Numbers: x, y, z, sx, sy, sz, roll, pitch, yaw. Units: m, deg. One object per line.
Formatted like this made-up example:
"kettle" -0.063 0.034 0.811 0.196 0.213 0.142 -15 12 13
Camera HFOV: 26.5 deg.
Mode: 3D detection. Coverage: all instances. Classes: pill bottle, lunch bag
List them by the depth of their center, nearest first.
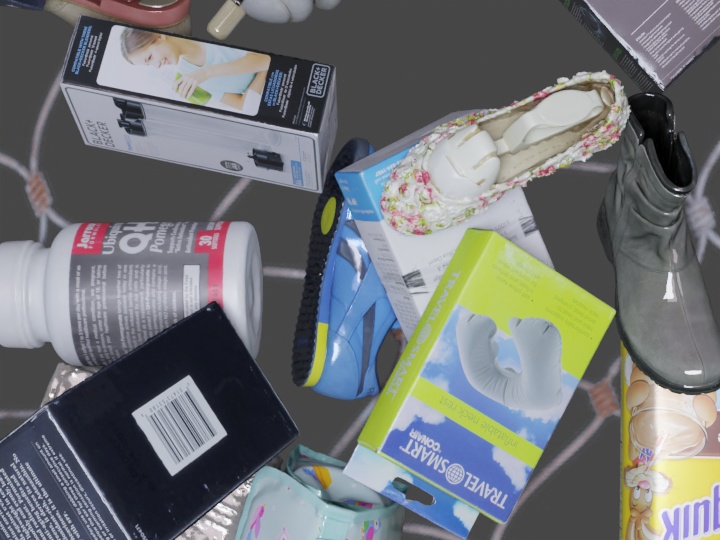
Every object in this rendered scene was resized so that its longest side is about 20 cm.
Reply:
"lunch bag" -0.041 0.230 1.126 0.121 0.200 0.172 20 93 4
"pill bottle" -0.179 0.018 1.179 0.197 0.111 0.112 -1 90 4

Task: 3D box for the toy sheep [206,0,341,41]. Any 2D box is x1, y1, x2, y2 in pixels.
"toy sheep" -0.049 -0.255 1.158 0.138 0.138 0.200 45 84 3

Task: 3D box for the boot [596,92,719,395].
"boot" 0.217 -0.022 1.100 0.067 0.131 0.202 -9 53 -7

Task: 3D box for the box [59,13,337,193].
"box" -0.119 -0.125 1.167 0.198 0.117 0.061 13 72 3

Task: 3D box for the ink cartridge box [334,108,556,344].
"ink cartridge box" 0.076 -0.006 1.155 0.115 0.068 0.202 -27 101 -16

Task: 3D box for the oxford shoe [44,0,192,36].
"oxford shoe" -0.221 -0.209 1.204 0.198 0.075 0.071 23 51 21

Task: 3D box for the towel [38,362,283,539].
"towel" -0.176 0.167 1.219 0.198 0.034 0.134 25 93 3

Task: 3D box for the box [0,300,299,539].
"box" -0.182 0.145 1.070 0.198 0.200 0.124 -33 90 35

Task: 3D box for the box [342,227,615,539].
"box" 0.086 0.086 1.105 0.121 0.048 0.201 30 84 -20

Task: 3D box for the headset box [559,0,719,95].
"headset box" 0.220 -0.262 1.157 0.174 0.093 0.200 -43 87 4

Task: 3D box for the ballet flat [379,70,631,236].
"ballet flat" 0.102 -0.091 1.079 0.199 0.064 0.076 -29 78 -9

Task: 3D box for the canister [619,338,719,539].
"canister" 0.266 0.151 1.161 0.147 0.087 0.203 0 89 4

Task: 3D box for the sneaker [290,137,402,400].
"sneaker" 0.000 0.000 1.197 0.078 0.066 0.203 10 87 -18

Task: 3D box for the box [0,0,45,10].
"box" -0.331 -0.309 1.150 0.195 0.117 0.203 8 91 32
